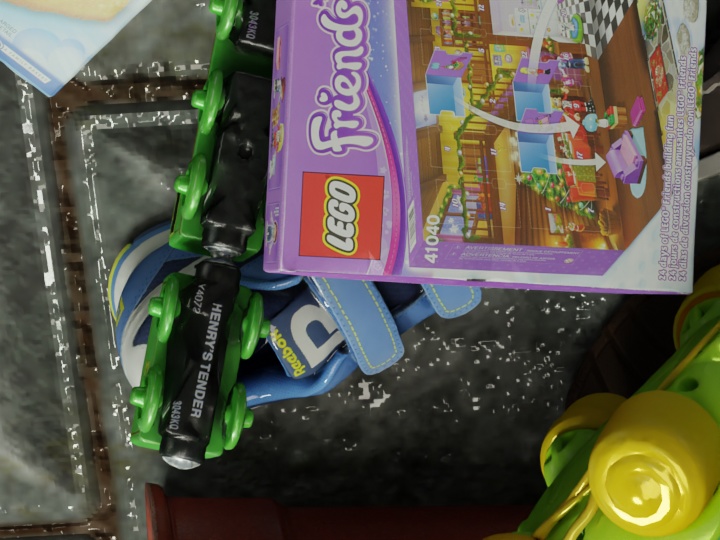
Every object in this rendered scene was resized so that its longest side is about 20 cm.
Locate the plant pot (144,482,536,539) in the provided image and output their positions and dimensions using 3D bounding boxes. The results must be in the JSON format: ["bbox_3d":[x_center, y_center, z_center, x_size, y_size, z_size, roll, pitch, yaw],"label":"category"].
[{"bbox_3d":[0.023,0.171,0.912,0.193,0.201,0.202,-5,120,-7],"label":"plant pot"}]

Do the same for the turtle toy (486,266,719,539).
[{"bbox_3d":[0.123,0.070,0.780,0.101,0.146,0.200,43,122,0],"label":"turtle toy"}]

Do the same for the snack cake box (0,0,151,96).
[{"bbox_3d":[-0.136,-0.163,0.766,0.200,0.067,0.115,38,129,-19],"label":"snack cake box"}]

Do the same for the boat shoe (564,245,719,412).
[{"bbox_3d":[0.161,0.020,0.885,0.074,0.075,0.202,12,138,-39],"label":"boat shoe"}]

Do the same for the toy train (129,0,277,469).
[{"bbox_3d":[-0.043,-0.032,0.809,0.041,0.056,0.202,13,80,-11],"label":"toy train"}]

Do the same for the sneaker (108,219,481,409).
[{"bbox_3d":[0.000,0.000,0.866,0.199,0.082,0.074,-26,115,13],"label":"sneaker"}]

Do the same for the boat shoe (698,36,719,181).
[{"bbox_3d":[0.166,-0.091,0.824,0.199,0.072,0.060,-29,99,21],"label":"boat shoe"}]

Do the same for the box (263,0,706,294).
[{"bbox_3d":[0.042,-0.096,0.774,0.136,0.039,0.202,3,90,-10],"label":"box"}]
